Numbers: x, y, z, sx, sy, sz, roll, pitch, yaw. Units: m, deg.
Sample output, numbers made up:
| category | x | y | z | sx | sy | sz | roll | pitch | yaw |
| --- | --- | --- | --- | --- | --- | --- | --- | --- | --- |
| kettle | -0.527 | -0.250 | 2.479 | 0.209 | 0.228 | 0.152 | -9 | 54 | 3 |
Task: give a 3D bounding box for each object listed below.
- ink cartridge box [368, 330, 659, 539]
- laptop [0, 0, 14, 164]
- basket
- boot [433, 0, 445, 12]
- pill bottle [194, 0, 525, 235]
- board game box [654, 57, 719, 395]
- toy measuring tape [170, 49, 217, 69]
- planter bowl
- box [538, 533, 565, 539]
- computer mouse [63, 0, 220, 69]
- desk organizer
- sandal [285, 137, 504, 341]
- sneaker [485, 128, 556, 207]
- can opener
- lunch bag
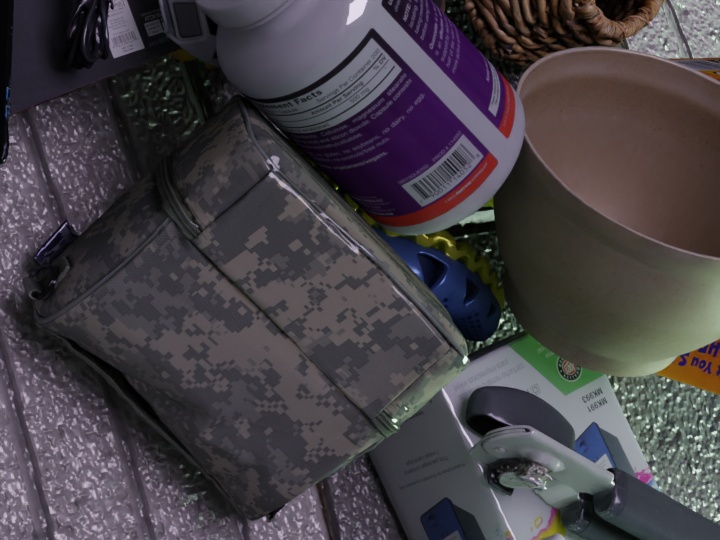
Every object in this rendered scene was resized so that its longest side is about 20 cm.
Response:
| category | x | y | z | sx | sy | sz | roll | pitch | yaw |
| --- | --- | --- | --- | --- | --- | --- | --- | --- | --- |
| ink cartridge box | 0.105 | 0.145 | 1.559 | 0.145 | 0.087 | 0.200 | -23 | 89 | -45 |
| laptop | -0.272 | -0.144 | 1.274 | 0.103 | 0.177 | 0.200 | 39 | 45 | -57 |
| basket | 0.160 | -0.224 | 1.694 | 0.143 | 0.149 | 0.200 | 62 | 29 | -1 |
| boot | 0.021 | -0.116 | 1.629 | 0.075 | 0.073 | 0.200 | 61 | 30 | -47 |
| pill bottle | -0.003 | -0.115 | 1.424 | 0.200 | 0.112 | 0.113 | 44 | 48 | -36 |
| board game box | 0.304 | -0.025 | 1.671 | 0.200 | 0.200 | 0.200 | -6 | 107 | -46 |
| toy measuring tape | -0.047 | -0.167 | 1.568 | 0.200 | 0.074 | 0.074 | -28 | 91 | -37 |
| planter bowl | 0.164 | -0.023 | 1.542 | 0.200 | 0.135 | 0.200 | 14 | 38 | -11 |
| box | 0.042 | 0.258 | 1.408 | 0.106 | 0.152 | 0.200 | 55 | 47 | -9 |
| computer mouse | -0.091 | -0.151 | 1.447 | 0.200 | 0.044 | 0.110 | 12 | 74 | -47 |
| desk organizer | -0.195 | -0.124 | 1.417 | 0.200 | 0.077 | 0.072 | -28 | 99 | -48 |
| sandal | 0.000 | 0.000 | 1.546 | 0.200 | 0.079 | 0.087 | 28 | 70 | -26 |
| sneaker | 0.139 | -0.067 | 1.671 | 0.200 | 0.085 | 0.075 | 9 | 65 | -50 |
| can opener | 0.146 | 0.129 | 1.505 | 0.200 | 0.053 | 0.067 | 33 | 52 | -28 |
| lunch bag | -0.065 | 0.025 | 1.417 | 0.200 | 0.168 | 0.139 | 46 | 4 | -19 |
